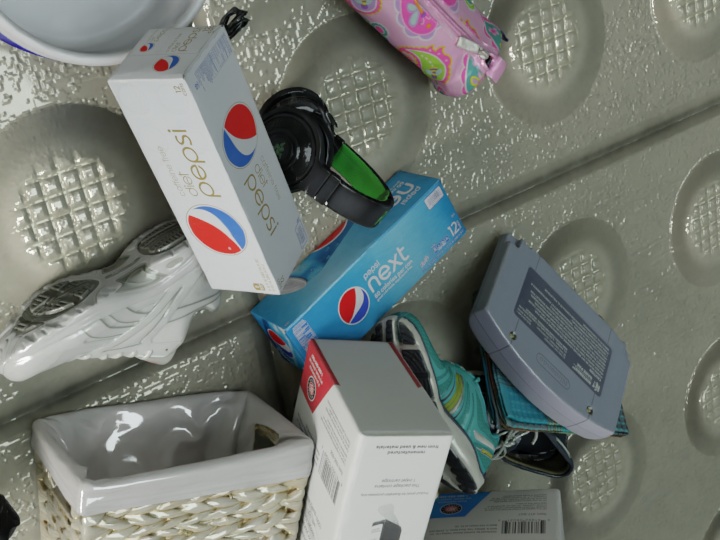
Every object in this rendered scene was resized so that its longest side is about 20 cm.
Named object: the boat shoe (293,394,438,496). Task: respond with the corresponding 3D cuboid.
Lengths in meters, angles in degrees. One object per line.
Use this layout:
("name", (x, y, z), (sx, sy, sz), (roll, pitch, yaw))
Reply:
("boat shoe", (0.005, 0.165, 0.975), (0.065, 0.072, 0.201), (-41, 124, -6))

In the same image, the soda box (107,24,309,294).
("soda box", (-0.105, -0.076, 0.752), (0.064, 0.067, 0.202), (-63, 146, -39))

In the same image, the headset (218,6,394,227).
("headset", (-0.048, -0.118, 0.831), (0.199, 0.124, 0.094), (35, 107, -13))

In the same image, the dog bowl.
("dog bowl", (-0.200, -0.248, 0.718), (0.197, 0.078, 0.204), (-10, 107, -33))

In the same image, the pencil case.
("pencil case", (0.045, -0.235, 0.888), (0.199, 0.087, 0.088), (39, 80, -34))

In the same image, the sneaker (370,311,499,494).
("sneaker", (0.070, 0.114, 0.947), (0.080, 0.077, 0.202), (-48, 124, -33))

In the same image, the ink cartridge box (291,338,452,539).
("ink cartridge box", (-0.007, 0.180, 0.854), (0.082, 0.145, 0.203), (4, 114, -22))

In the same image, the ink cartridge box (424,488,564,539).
("ink cartridge box", (0.124, 0.304, 0.983), (0.143, 0.201, 0.086), (-5, 114, 13))

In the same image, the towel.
("towel", (0.201, 0.098, 1.073), (0.198, 0.022, 0.149), (11, 61, -36))

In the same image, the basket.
("basket", (-0.153, 0.185, 0.828), (0.197, 0.135, 0.126), (-5, 107, -33))

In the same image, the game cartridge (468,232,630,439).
("game cartridge", (0.193, 0.073, 1.037), (0.200, 0.041, 0.134), (43, 52, -17))

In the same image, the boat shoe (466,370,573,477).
("boat shoe", (0.152, 0.167, 1.069), (0.075, 0.062, 0.199), (-43, 129, 15))

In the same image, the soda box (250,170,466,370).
("soda box", (0.000, 0.000, 0.925), (0.200, 0.067, 0.065), (-43, 122, -18))

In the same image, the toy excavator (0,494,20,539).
("toy excavator", (-0.368, 0.222, 0.716), (0.101, 0.197, 0.196), (60, 24, -28))

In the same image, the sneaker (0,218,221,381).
("sneaker", (-0.186, 0.043, 0.806), (0.198, 0.078, 0.101), (-30, 121, -24))
